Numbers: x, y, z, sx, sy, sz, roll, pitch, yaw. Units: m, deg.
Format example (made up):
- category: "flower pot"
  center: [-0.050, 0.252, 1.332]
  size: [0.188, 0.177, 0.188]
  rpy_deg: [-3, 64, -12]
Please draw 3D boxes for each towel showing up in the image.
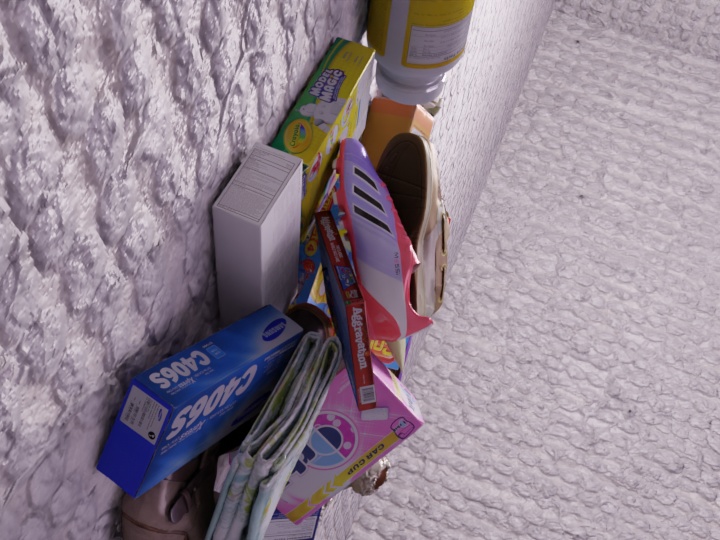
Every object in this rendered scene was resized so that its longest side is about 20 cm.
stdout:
- category: "towel"
  center: [-0.079, 0.170, 0.944]
  size: [0.172, 0.048, 0.201]
  rpy_deg: [-60, 174, -46]

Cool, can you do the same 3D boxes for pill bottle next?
- category: "pill bottle"
  center: [0.064, -0.279, 1.120]
  size: [0.201, 0.111, 0.112]
  rpy_deg: [98, 15, -51]

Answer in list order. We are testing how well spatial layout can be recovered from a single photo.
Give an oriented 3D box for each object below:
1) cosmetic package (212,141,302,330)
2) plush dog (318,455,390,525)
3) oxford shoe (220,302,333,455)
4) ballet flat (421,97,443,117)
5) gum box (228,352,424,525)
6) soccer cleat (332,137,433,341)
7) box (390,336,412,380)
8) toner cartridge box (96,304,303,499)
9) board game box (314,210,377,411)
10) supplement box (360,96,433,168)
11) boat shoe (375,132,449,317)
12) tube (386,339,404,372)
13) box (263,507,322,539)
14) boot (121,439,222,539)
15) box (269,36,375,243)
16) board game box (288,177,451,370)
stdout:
- category: "cosmetic package"
  center: [-0.092, -0.015, 0.943]
  size: [0.201, 0.050, 0.083]
  rpy_deg: [97, 19, -53]
- category: "plush dog"
  center: [-0.083, 0.293, 1.471]
  size: [0.199, 0.161, 0.172]
  rpy_deg: [-26, 159, -36]
- category: "oxford shoe"
  center: [-0.091, 0.116, 1.047]
  size: [0.201, 0.071, 0.073]
  rpy_deg: [-57, 174, 31]
- category: "ballet flat"
  center: [0.079, -0.242, 1.416]
  size: [0.200, 0.071, 0.073]
  rpy_deg: [26, 84, -80]
- category: "gum box"
  center: [-0.044, 0.179, 1.157]
  size: [0.200, 0.114, 0.066]
  rpy_deg: [-40, -159, 9]
- category: "soccer cleat"
  center: [0.019, -0.031, 1.015]
  size: [0.067, 0.076, 0.202]
  rpy_deg: [39, 42, -84]
- category: "box"
  center: [-0.006, 0.116, 1.444]
  size: [0.039, 0.136, 0.201]
  rpy_deg: [-58, 164, -53]
- category: "toner cartridge box"
  center: [-0.126, 0.102, 0.863]
  size: [0.200, 0.043, 0.095]
  rpy_deg: [-30, 151, -60]
- category: "board game box"
  center: [-0.015, 0.030, 0.950]
  size: [0.200, 0.019, 0.104]
  rpy_deg: [-111, -166, -63]
- category: "supplement box"
  center: [0.028, -0.111, 1.310]
  size: [0.069, 0.066, 0.202]
  rpy_deg: [30, 76, -61]
- category: "boat shoe"
  center: [0.055, -0.042, 1.058]
  size: [0.066, 0.074, 0.202]
  rpy_deg: [-17, 117, -47]
- category: "tube"
  center: [0.025, 0.009, 1.140]
  size: [0.058, 0.052, 0.201]
  rpy_deg: [-41, 130, -43]
- category: "box"
  center: [-0.117, 0.338, 1.323]
  size: [0.033, 0.120, 0.201]
  rpy_deg: [-113, -151, -51]
- category: "boot"
  center: [-0.154, 0.193, 0.958]
  size: [0.200, 0.070, 0.147]
  rpy_deg: [-36, 144, -72]
- category: "box"
  center: [-0.045, -0.119, 1.025]
  size: [0.118, 0.048, 0.201]
  rpy_deg: [99, 12, -53]
- category: "board game box"
  center: [0.000, 0.000, 1.206]
  size: [0.199, 0.056, 0.197]
  rpy_deg: [19, 90, -49]
